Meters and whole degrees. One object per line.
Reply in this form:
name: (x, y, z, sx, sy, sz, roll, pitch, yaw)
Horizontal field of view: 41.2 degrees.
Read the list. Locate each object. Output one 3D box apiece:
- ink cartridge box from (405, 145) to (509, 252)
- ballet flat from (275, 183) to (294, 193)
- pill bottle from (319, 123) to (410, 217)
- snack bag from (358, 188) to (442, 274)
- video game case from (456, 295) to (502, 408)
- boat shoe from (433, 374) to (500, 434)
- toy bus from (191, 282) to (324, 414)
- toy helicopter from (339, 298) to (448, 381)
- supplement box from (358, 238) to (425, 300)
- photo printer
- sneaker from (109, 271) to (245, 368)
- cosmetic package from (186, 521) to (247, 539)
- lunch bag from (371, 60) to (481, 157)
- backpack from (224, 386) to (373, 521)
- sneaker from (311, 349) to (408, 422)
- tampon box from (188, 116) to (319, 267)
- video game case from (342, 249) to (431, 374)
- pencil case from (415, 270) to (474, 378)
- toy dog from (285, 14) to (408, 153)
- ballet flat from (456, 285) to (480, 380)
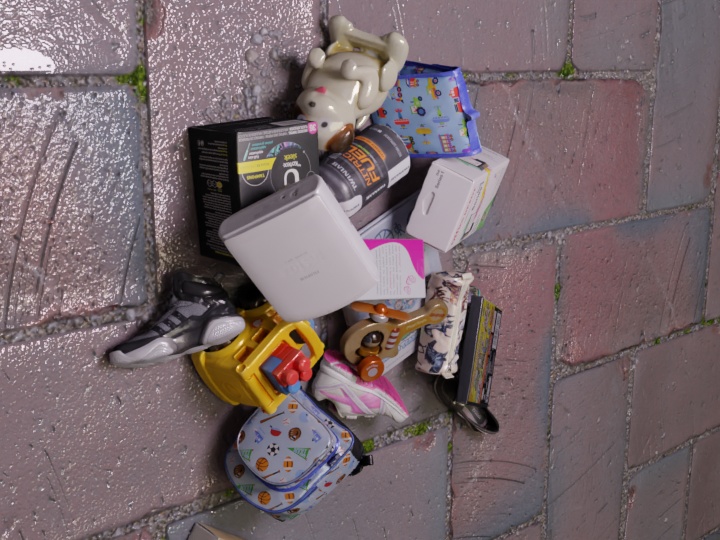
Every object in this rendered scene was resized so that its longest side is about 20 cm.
ink cartridge box: (0.173, -0.132, 1.693, 0.200, 0.084, 0.145, -33, 147, -59)
ballet flat: (-0.071, -0.057, 1.410, 0.072, 0.072, 0.200, -45, 130, -26)
pill bottle: (-0.019, -0.150, 1.570, 0.200, 0.106, 0.106, -39, 124, -30)
snack bag: (0.073, -0.021, 1.743, 0.189, 0.021, 0.200, -37, 125, -30)
video game case: (0.228, 0.158, 1.826, 0.181, 0.025, 0.200, 28, 70, -68)
boat shoe: (0.219, 0.267, 1.920, 0.200, 0.057, 0.067, 47, 68, -39)
toy bus: (-0.127, 0.119, 1.475, 0.200, 0.192, 0.136, -48, 126, -26)
toy helicopter: (0.057, 0.092, 1.626, 0.200, 0.079, 0.132, -23, 130, -13)
supplement box: (0.000, 0.000, 1.591, 0.200, 0.103, 0.101, 0, 88, -31)
photo printer: (-0.078, -0.019, 1.346, 0.166, 0.069, 0.200, -25, 125, 13)
sneaker: (-0.278, 0.069, 1.406, 0.200, 0.075, 0.114, -17, 78, -13)
cosmetic package: (-0.204, 0.496, 1.571, 0.200, 0.071, 0.105, 34, 77, -42)
lunch bag: (0.115, -0.266, 1.601, 0.094, 0.200, 0.151, -34, 121, -32)
backpack: (-0.115, 0.296, 1.526, 0.191, 0.200, 0.154, -51, 150, -3)
sneaker: (-0.005, 0.219, 1.679, 0.200, 0.081, 0.088, 33, 104, -21)
tampon box: (-0.154, -0.121, 1.437, 0.150, 0.126, 0.200, -16, 111, -39)
video game case: (0.061, 0.082, 1.732, 0.200, 0.024, 0.182, -33, 124, -30)
pencil case: (0.156, 0.093, 1.747, 0.078, 0.089, 0.200, 0, 103, -43)
toy dog: (-0.038, -0.275, 1.506, 0.200, 0.139, 0.194, -57, 169, -34)
ballet flat: (0.188, 0.127, 1.861, 0.072, 0.072, 0.201, 1, 96, -43)
